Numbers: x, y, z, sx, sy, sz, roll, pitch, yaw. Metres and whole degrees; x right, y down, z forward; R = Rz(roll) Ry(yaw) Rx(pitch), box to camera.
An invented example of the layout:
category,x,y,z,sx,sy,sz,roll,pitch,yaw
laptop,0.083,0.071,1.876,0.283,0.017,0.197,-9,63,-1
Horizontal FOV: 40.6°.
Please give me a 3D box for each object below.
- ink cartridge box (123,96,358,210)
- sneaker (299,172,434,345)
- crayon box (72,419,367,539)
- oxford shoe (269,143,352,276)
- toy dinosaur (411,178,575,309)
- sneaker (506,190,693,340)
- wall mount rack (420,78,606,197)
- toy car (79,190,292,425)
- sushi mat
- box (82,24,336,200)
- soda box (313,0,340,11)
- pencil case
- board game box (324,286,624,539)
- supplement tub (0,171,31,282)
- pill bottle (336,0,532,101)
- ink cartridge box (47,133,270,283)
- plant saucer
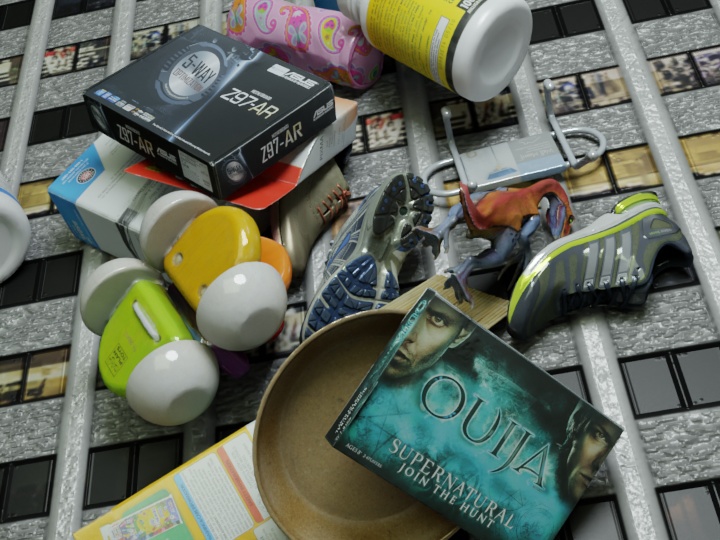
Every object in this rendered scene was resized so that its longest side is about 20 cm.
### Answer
category,x,y,z,sx,sy,sz,roll,pitch,yaw
ink cartridge box,-0.116,-0.136,0.977,0.161,0.051,0.200,17,31,21
sneaker,0.000,0.000,0.944,0.201,0.077,0.085,-59,22,-10
crayon box,-0.111,0.213,0.786,0.199,0.052,0.126,-30,75,-11
oxford shoe,-0.049,-0.075,1.010,0.074,0.071,0.201,-1,53,10
toy dinosaur,0.144,-0.042,0.891,0.181,0.200,0.105,-34,84,-24
sneaker,0.218,0.005,0.885,0.199,0.074,0.081,-34,56,-11
wall mount rack,0.155,-0.119,0.978,0.198,0.075,0.174,-14,39,3
toy car,-0.144,0.041,0.886,0.200,0.150,0.175,-47,53,5
sushi mat,0.052,0.052,0.862,0.095,0.012,0.199,23,32,30
box,-0.148,-0.161,0.957,0.199,0.044,0.160,30,54,32
soda box,0.031,-0.312,1.175,0.199,0.068,0.064,34,66,32
pencil case,-0.067,-0.279,1.163,0.199,0.088,0.088,22,61,29
board game box,0.090,0.122,0.735,0.136,0.199,0.028,-56,19,-2
supplement tub,-0.455,-0.079,1.071,0.131,0.132,0.200,-33,53,-13
pill bottle,0.072,-0.268,1.022,0.199,0.113,0.112,36,67,30
ink cartridge box,-0.205,-0.077,1.037,0.199,0.084,0.145,23,58,27
plant saucer,0.012,0.125,0.746,0.199,0.201,0.035,-30,16,-11
